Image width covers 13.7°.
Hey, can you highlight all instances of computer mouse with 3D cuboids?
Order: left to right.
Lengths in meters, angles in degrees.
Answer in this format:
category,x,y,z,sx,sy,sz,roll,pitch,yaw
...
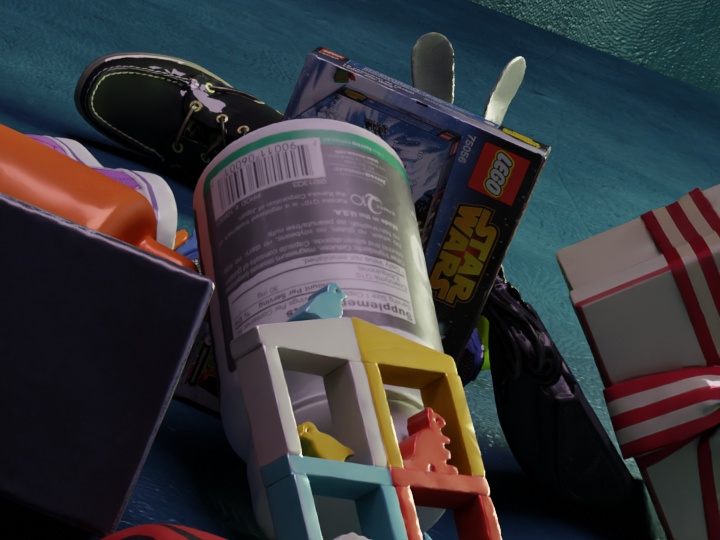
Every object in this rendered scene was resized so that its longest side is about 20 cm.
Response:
category,x,y,z,sx,sy,sz,roll,pitch,yaw
computer mouse,0.095,0.069,1.676,0.200,0.053,0.139,57,2,-43

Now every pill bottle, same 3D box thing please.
category,x,y,z,sx,sy,sz,roll,pitch,yaw
pill bottle,-0.017,0.033,1.468,0.113,0.113,0.201,16,44,-29

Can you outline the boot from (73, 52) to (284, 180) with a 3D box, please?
category,x,y,z,sx,sy,sz,roll,pitch,yaw
boot,-0.089,-0.087,2.080,0.203,0.074,0.154,22,7,-22

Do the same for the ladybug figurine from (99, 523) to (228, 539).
category,x,y,z,sx,sy,sz,roll,pitch,yaw
ladybug figurine,-0.041,0.156,1.156,0.200,0.072,0.136,27,13,19

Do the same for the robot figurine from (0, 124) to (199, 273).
category,x,y,z,sx,sy,sz,roll,pitch,yaw
robot figurine,-0.182,-0.011,1.514,0.199,0.117,0.144,26,55,13

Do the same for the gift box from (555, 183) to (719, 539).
category,x,y,z,sx,sy,sz,roll,pitch,yaw
gift box,0.231,0.057,1.734,0.200,0.184,0.187,62,4,-10

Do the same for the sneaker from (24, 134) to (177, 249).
category,x,y,z,sx,sy,sz,roll,pitch,yaw
sneaker,-0.190,-0.036,1.735,0.114,0.073,0.200,10,7,-33

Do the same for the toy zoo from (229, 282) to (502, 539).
category,x,y,z,sx,sy,sz,roll,pitch,yaw
toy zoo,0.008,0.097,1.331,0.131,0.020,0.201,11,57,-45

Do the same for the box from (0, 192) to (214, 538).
category,x,y,z,sx,sy,sz,roll,pitch,yaw
box,-0.176,0.021,1.280,0.199,0.118,0.197,23,-3,-4

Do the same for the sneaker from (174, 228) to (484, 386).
category,x,y,z,sx,sy,sz,roll,pitch,yaw
sneaker,-0.024,0.038,1.728,0.199,0.076,0.078,12,23,-10

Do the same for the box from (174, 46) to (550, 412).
category,x,y,z,sx,sy,sz,roll,pitch,yaw
box,0.000,0.000,1.591,0.137,0.201,0.040,24,13,4

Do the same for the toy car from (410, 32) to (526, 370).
category,x,y,z,sx,sy,sz,roll,pitch,yaw
toy car,0.029,-0.051,1.860,0.158,0.201,0.164,32,15,36
